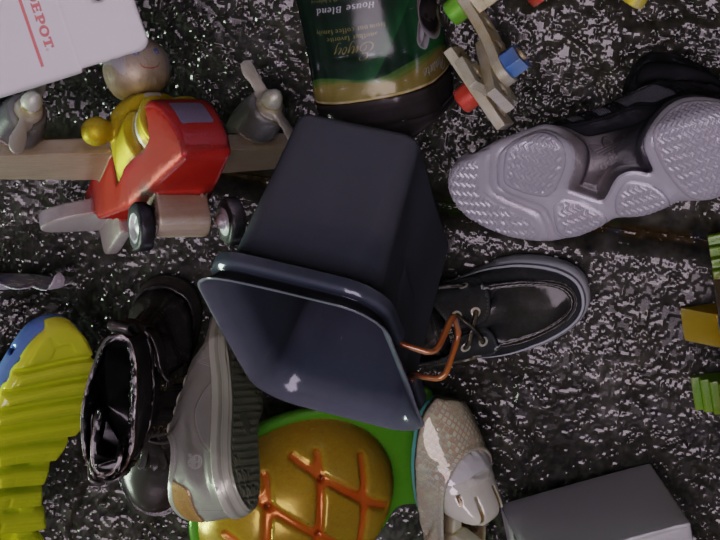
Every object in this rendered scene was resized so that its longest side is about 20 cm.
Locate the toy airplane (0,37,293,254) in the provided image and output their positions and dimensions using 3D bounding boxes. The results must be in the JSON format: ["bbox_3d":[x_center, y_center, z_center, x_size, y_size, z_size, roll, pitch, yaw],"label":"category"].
[{"bbox_3d":[-0.146,-0.082,1.275,0.199,0.200,0.141,-4,91,21],"label":"toy airplane"}]

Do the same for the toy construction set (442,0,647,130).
[{"bbox_3d":[0.127,-0.187,1.244,0.200,0.092,0.131,-39,100,7],"label":"toy construction set"}]

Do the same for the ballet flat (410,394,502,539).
[{"bbox_3d":[0.076,0.179,1.374,0.062,0.067,0.200,21,125,36],"label":"ballet flat"}]

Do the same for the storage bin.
[{"bbox_3d":[0.000,0.000,1.236,0.145,0.200,0.135,13,68,17],"label":"storage bin"}]

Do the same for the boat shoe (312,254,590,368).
[{"bbox_3d":[0.060,0.038,1.339,0.200,0.057,0.069,-11,106,12],"label":"boat shoe"}]

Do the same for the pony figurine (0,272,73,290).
[{"bbox_3d":[-0.325,0.005,1.349,0.193,0.166,0.200,-2,115,43],"label":"pony figurine"}]

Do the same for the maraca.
[{"bbox_3d":[-0.027,0.152,1.368,0.200,0.107,0.137,-29,121,-8],"label":"maraca"}]

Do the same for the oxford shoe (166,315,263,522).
[{"bbox_3d":[-0.101,0.093,1.306,0.058,0.200,0.075,-18,125,13],"label":"oxford shoe"}]

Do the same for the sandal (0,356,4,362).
[{"bbox_3d":[-0.276,0.113,1.424,0.200,0.045,0.075,-31,96,31],"label":"sandal"}]

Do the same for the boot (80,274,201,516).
[{"bbox_3d":[-0.158,0.106,1.329,0.069,0.174,0.200,5,109,6],"label":"boot"}]

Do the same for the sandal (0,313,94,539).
[{"bbox_3d":[-0.247,0.115,1.347,0.079,0.087,0.200,8,114,-41],"label":"sandal"}]

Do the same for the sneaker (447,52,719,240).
[{"bbox_3d":[0.160,-0.082,1.257,0.200,0.114,0.076,-10,116,17],"label":"sneaker"}]

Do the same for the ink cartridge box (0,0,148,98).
[{"bbox_3d":[-0.234,-0.161,1.166,0.200,0.068,0.116,-16,103,4],"label":"ink cartridge box"}]

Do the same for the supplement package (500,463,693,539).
[{"bbox_3d":[0.181,0.258,1.353,0.117,0.117,0.200,-14,106,-1],"label":"supplement package"}]

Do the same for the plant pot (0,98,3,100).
[{"bbox_3d":[-0.221,-0.211,1.256,0.200,0.141,0.141,-36,100,12],"label":"plant pot"}]

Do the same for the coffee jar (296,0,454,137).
[{"bbox_3d":[0.003,-0.181,1.249,0.085,0.104,0.200,-6,107,18],"label":"coffee jar"}]

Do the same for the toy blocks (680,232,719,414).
[{"bbox_3d":[0.271,0.087,1.283,0.100,0.137,0.200,-8,107,10],"label":"toy blocks"}]
